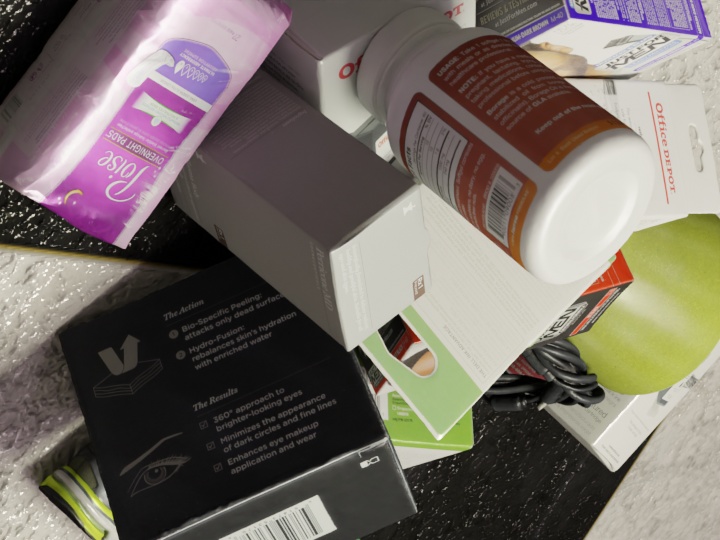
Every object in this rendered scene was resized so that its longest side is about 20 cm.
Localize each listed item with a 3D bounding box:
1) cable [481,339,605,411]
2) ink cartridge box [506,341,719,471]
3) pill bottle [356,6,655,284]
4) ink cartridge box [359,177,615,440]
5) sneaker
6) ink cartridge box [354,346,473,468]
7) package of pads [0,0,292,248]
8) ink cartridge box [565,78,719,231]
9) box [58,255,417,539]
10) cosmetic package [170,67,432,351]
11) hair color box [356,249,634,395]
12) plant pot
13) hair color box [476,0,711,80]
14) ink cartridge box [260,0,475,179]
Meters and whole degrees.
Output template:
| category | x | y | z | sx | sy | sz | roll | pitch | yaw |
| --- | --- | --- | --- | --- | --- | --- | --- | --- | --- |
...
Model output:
| category | x | y | z | sx | sy | sz | roll | pitch | yaw |
| --- | --- | --- | --- | --- | --- | --- | --- | --- | --- |
| cable | 0.125 | 0.079 | 1.653 | 0.200 | 0.162 | 0.051 | 49 | 59 | -50 |
| ink cartridge box | 0.250 | 0.063 | 1.782 | 0.200 | 0.146 | 0.085 | -47 | 147 | -2 |
| pill bottle | 0.090 | -0.089 | 1.239 | 0.112 | 0.200 | 0.113 | -28 | 141 | -26 |
| ink cartridge box | 0.071 | 0.003 | 1.356 | 0.200 | 0.146 | 0.048 | -43 | -170 | -18 |
| sneaker | -0.174 | 0.190 | 1.499 | 0.081 | 0.074 | 0.200 | -47 | 149 | -6 |
| ink cartridge box | -0.022 | 0.123 | 1.551 | 0.147 | 0.077 | 0.199 | 8 | 162 | -31 |
| package of pads | -0.145 | -0.122 | 1.205 | 0.201 | 0.076 | 0.120 | -52 | 144 | 6 |
| ink cartridge box | 0.194 | -0.091 | 1.526 | 0.198 | 0.117 | 0.068 | -3 | 170 | -36 |
| box | -0.088 | 0.108 | 1.347 | 0.195 | 0.201 | 0.118 | -23 | 145 | 0 |
| cosmetic package | -0.047 | -0.050 | 1.274 | 0.090 | 0.200 | 0.107 | -34 | 141 | -20 |
| hair color box | 0.101 | 0.027 | 1.452 | 0.198 | 0.062 | 0.102 | -15 | 159 | -23 |
| plant pot | 0.198 | -0.010 | 1.640 | 0.199 | 0.187 | 0.188 | 25 | 105 | -41 |
| hair color box | 0.172 | -0.192 | 1.462 | 0.109 | 0.065 | 0.199 | -24 | 164 | 40 |
| ink cartridge box | 0.006 | -0.127 | 1.363 | 0.144 | 0.084 | 0.201 | -31 | 143 | -24 |
